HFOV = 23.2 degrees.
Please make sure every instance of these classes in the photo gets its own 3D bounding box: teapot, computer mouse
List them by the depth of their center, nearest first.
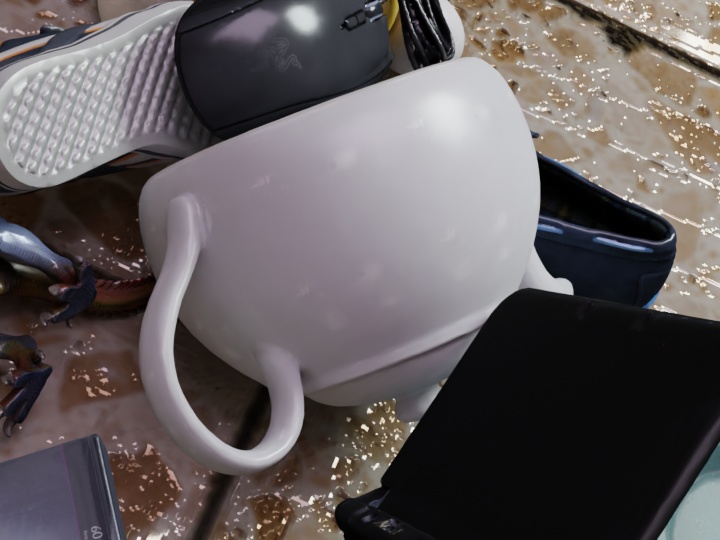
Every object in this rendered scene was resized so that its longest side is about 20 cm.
[{"bbox_3d":[0.000,0.000,0.795,0.199,0.197,0.147,-20,91,-1],"label":"teapot"},{"bbox_3d":[-0.017,-0.146,0.841,0.199,0.046,0.141,-24,102,-48],"label":"computer mouse"}]

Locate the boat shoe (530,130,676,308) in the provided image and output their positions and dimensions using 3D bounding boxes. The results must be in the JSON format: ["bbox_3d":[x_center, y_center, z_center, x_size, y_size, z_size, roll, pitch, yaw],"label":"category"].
[{"bbox_3d":[0.077,-0.052,0.918,0.199,0.069,0.084,24,50,-1],"label":"boat shoe"}]

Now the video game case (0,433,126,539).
[{"bbox_3d":[-0.178,0.154,0.651,0.199,0.019,0.144,-17,59,-1],"label":"video game case"}]

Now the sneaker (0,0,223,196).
[{"bbox_3d":[-0.121,-0.083,0.829,0.199,0.079,0.079,-17,103,-49],"label":"sneaker"}]

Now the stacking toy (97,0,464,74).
[{"bbox_3d":[-0.029,-0.157,0.941,0.199,0.146,0.147,21,48,-29],"label":"stacking toy"}]

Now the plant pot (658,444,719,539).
[{"bbox_3d":[0.147,0.147,0.756,0.199,0.134,0.201,10,52,-13],"label":"plant pot"}]

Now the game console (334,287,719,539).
[{"bbox_3d":[0.080,0.115,0.665,0.116,0.200,0.177,-22,101,-18],"label":"game console"}]

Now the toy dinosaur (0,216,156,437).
[{"bbox_3d":[-0.214,0.000,0.791,0.181,0.106,0.200,28,11,17],"label":"toy dinosaur"}]
